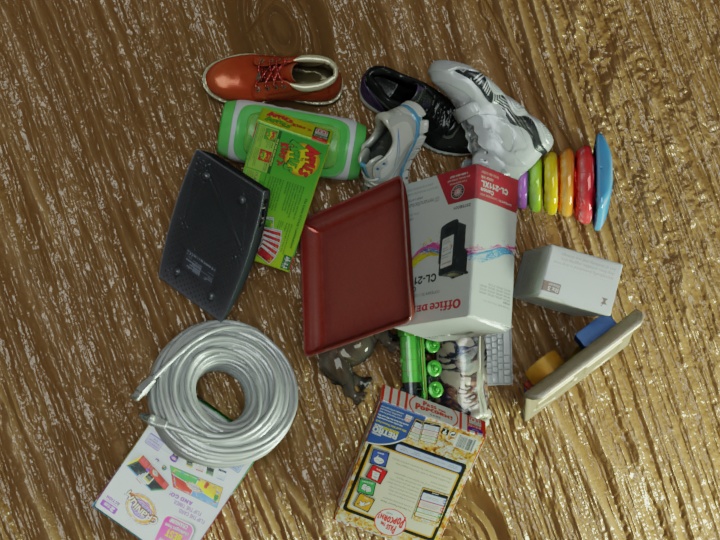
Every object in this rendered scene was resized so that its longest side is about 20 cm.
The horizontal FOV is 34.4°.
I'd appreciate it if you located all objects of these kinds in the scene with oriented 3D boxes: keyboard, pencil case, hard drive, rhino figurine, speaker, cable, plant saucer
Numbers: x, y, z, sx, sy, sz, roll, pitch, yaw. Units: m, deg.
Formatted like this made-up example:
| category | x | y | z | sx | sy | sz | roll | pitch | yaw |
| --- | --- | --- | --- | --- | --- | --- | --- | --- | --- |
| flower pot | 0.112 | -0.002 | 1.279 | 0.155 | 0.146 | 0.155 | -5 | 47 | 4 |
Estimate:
| category | x | y | z | sx | sy | sz | roll | pitch | yaw |
| --- | --- | --- | --- | --- | --- | --- | --- | --- | --- |
| keyboard | 0.186 | 0.061 | 1.645 | 0.056 | 0.011 | 0.203 | -1 | 88 | -4 |
| pencil case | 0.142 | 0.114 | 1.599 | 0.077 | 0.089 | 0.203 | 1 | 86 | -33 |
| hard drive | -0.193 | -0.048 | 1.553 | 0.134 | 0.042 | 0.202 | 32 | 118 | 22 |
| rhino figurine | 0.017 | 0.080 | 1.608 | 0.087 | 0.060 | 0.201 | 35 | 81 | -5 |
| speaker | -0.094 | -0.179 | 1.602 | 0.197 | 0.088 | 0.090 | 10 | 87 | -3 |
| cable | -0.186 | 0.167 | 1.555 | 0.199 | 0.069 | 0.201 | 35 | 60 | -3 |
| plant saucer | 0.000 | 0.000 | 1.550 | 0.036 | 0.198 | 0.202 | 16 | 62 | -43 |

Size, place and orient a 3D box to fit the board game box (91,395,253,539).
| category | x | y | z | sx | sy | sz | roll | pitch | yaw |
| --- | --- | --- | --- | --- | --- | --- | --- | --- | --- |
| board game box | -0.248 | 0.279 | 1.590 | 0.152 | 0.040 | 0.201 | 35 | 85 | -1 |

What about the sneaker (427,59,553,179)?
| category | x | y | z | sx | sy | sz | roll | pitch | yaw |
| --- | --- | --- | --- | --- | --- | --- | --- | --- | --- |
| sneaker | 0.155 | -0.189 | 1.563 | 0.199 | 0.075 | 0.115 | 36 | 79 | -7 |

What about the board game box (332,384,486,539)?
| category | x | y | z | sx | sy | sz | roll | pitch | yaw |
| --- | --- | --- | --- | --- | --- | --- | --- | --- | --- |
| board game box | 0.065 | 0.271 | 1.568 | 0.150 | 0.046 | 0.202 | 20 | 112 | -3 |

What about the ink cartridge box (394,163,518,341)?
| category | x | y | z | sx | sy | sz | roll | pitch | yaw |
| --- | --- | --- | --- | --- | --- | --- | --- | --- | --- |
| ink cartridge box | 0.124 | -0.020 | 1.513 | 0.082 | 0.145 | 0.203 | 17 | 70 | -38 |

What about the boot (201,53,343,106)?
| category | x | y | z | sx | sy | sz | roll | pitch | yaw |
| --- | --- | --- | --- | --- | --- | --- | --- | --- | --- |
| boot | -0.122 | -0.269 | 1.595 | 0.197 | 0.107 | 0.076 | 0 | 89 | -2 |

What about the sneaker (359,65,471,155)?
| category | x | y | z | sx | sy | sz | roll | pitch | yaw |
| --- | --- | --- | --- | --- | --- | --- | --- | --- | --- |
| sneaker | 0.090 | -0.220 | 1.613 | 0.198 | 0.088 | 0.076 | 25 | 86 | -3 |

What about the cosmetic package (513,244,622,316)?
| category | x | y | z | sx | sy | sz | roll | pitch | yaw |
| --- | --- | --- | --- | --- | --- | --- | --- | --- | --- |
| cosmetic package | 0.273 | 0.015 | 1.557 | 0.101 | 0.200 | 0.075 | 16 | 86 | -3 |

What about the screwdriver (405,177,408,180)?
| category | x | y | z | sx | sy | sz | roll | pitch | yaw |
| --- | --- | --- | --- | --- | --- | --- | --- | --- | --- |
| screwdriver | 0.063 | -0.122 | 1.615 | 0.028 | 0.029 | 0.203 | -6 | 101 | -9 |

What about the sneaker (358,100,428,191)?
| category | x | y | z | sx | sy | sz | roll | pitch | yaw |
| --- | --- | --- | --- | --- | --- | --- | --- | --- | --- |
| sneaker | 0.024 | -0.132 | 1.575 | 0.075 | 0.086 | 0.202 | 30 | 121 | 35 |

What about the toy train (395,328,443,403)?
| category | x | y | z | sx | sy | sz | roll | pitch | yaw |
| --- | --- | --- | --- | --- | --- | --- | --- | --- | --- |
| toy train | 0.076 | 0.084 | 1.583 | 0.056 | 0.042 | 0.203 | 0 | 81 | -23 |

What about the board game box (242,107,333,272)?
| category | x | y | z | sx | sy | sz | roll | pitch | yaw |
| --- | --- | --- | --- | --- | --- | --- | --- | --- | --- |
| board game box | -0.114 | -0.107 | 1.565 | 0.100 | 0.048 | 0.202 | 17 | 118 | -4 |

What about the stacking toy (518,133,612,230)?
| category | x | y | z | sx | sy | sz | roll | pitch | yaw |
| --- | --- | --- | --- | --- | --- | --- | --- | --- | --- |
| stacking toy | 0.248 | -0.120 | 1.622 | 0.197 | 0.110 | 0.118 | 0 | 72 | 7 |

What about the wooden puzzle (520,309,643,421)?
| category | x | y | z | sx | sy | sz | roll | pitch | yaw |
| --- | --- | --- | --- | --- | --- | --- | --- | --- | --- |
| wooden puzzle | 0.285 | 0.121 | 1.556 | 0.184 | 0.200 | 0.046 | -36 | 76 | -5 |
